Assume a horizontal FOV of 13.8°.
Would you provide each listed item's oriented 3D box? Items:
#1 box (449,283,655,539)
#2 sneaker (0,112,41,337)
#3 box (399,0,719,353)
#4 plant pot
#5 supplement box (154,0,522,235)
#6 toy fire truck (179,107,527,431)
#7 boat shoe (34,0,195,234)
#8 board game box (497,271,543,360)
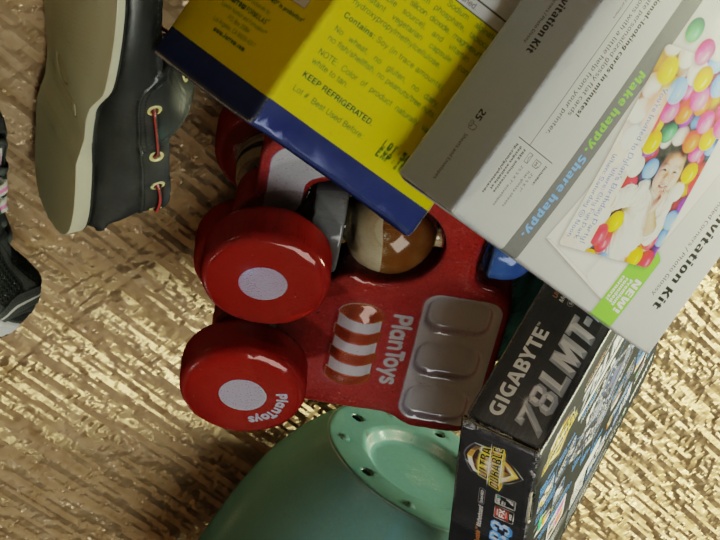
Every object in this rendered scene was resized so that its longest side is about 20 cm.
[{"bbox_3d":[0.110,0.061,1.572,0.201,0.049,0.199,-59,165,-29],"label":"box"},{"bbox_3d":[-0.197,-0.039,1.429,0.086,0.080,0.200,-40,148,0],"label":"sneaker"},{"bbox_3d":[0.122,-0.063,1.367,0.156,0.041,0.200,-54,143,2],"label":"box"},{"bbox_3d":[0.003,0.175,1.715,0.200,0.201,0.162,10,119,-38],"label":"plant pot"},{"bbox_3d":[0.021,-0.138,1.343,0.109,0.109,0.200,35,92,-35],"label":"supplement box"},{"bbox_3d":[0.000,0.000,1.515,0.167,0.113,0.201,9,137,-6],"label":"toy fire truck"},{"bbox_3d":[-0.114,-0.097,1.411,0.063,0.074,0.202,-14,146,-20],"label":"boat shoe"},{"bbox_3d":[0.102,-0.034,1.592,0.135,0.028,0.200,-38,157,-26],"label":"board game box"}]
